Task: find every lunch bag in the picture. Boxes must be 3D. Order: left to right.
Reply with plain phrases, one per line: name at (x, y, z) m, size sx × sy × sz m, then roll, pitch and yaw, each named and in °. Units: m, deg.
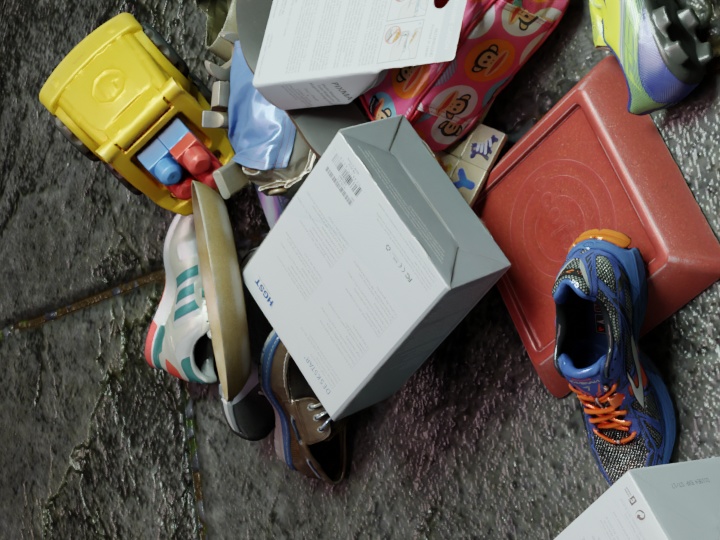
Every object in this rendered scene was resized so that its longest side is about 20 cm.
lunch bag at (0.068, -0.219, 1.166) m, size 0.200 × 0.082 × 0.177 m, roll -50°, pitch 44°, yaw 27°

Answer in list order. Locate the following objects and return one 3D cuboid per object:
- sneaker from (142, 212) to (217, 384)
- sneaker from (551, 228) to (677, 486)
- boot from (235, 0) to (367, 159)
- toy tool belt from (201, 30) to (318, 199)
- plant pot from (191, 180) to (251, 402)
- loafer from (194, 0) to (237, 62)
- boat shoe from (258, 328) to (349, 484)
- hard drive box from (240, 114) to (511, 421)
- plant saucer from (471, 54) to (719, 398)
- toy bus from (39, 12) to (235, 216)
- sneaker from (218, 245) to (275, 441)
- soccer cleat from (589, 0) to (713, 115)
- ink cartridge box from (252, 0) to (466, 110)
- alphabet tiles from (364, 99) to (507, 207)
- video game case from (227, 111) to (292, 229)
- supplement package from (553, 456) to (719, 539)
sneaker at (-0.161, 0.025, 1.471) m, size 0.093 × 0.070 × 0.201 m, roll 23°, pitch 107°, yaw 28°
sneaker at (0.174, 0.075, 1.028) m, size 0.075 × 0.078 × 0.201 m, roll -6°, pitch 105°, yaw 39°
boot at (-0.052, -0.165, 1.232) m, size 0.201 × 0.073 × 0.076 m, roll 63°, pitch 178°, yaw 17°
toy tool belt at (-0.086, -0.165, 1.299) m, size 0.124 × 0.122 × 0.202 m, roll -5°, pitch 86°, yaw 49°
plant pot at (-0.124, 0.017, 1.268) m, size 0.200 × 0.027 × 0.202 m, roll 170°, pitch 90°, yaw -81°
loafer at (-0.127, -0.292, 1.407) m, size 0.076 × 0.067 × 0.201 m, roll -35°, pitch 57°, yaw 43°
boat shoe at (-0.039, 0.119, 1.284) m, size 0.072 × 0.072 × 0.201 m, roll 31°, pitch 148°, yaw 30°
hard drive box at (0.005, 0.000, 1.141) m, size 0.156 × 0.077 × 0.200 m, roll 56°, pitch 136°, yaw 16°
plant saucer at (0.165, -0.032, 1.101) m, size 0.200 × 0.037 × 0.201 m, roll -44°, pitch 59°, yaw 39°
toy bus at (-0.185, -0.123, 1.374) m, size 0.136 × 0.200 × 0.192 m, roll -45°, pitch 54°, yaw 0°
sneaker at (-0.070, 0.084, 1.351) m, size 0.115 × 0.075 × 0.201 m, roll 18°, pitch 112°, yaw 36°
soccer cleat at (0.191, -0.209, 1.048) m, size 0.084 × 0.064 × 0.201 m, roll -39°, pitch 62°, yaw 45°
ink cartridge box at (0.015, -0.218, 1.135) m, size 0.199 × 0.057 × 0.164 m, roll 1°, pitch 69°, yaw 32°
alphabet tiles at (0.054, -0.109, 1.202) m, size 0.167 × 0.008 × 0.201 m, roll 30°, pitch 95°, yaw 46°
video game case at (-0.062, -0.122, 1.379) m, size 0.143 × 0.019 × 0.201 m, roll -43°, pitch 60°, yaw 41°
supplement package at (0.193, 0.238, 1.011) m, size 0.200 × 0.113 × 0.110 m, roll -53°, pitch 52°, yaw 37°
